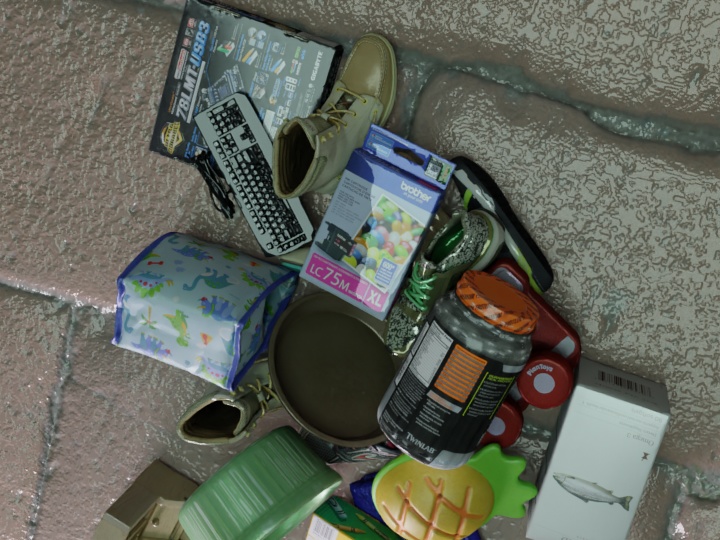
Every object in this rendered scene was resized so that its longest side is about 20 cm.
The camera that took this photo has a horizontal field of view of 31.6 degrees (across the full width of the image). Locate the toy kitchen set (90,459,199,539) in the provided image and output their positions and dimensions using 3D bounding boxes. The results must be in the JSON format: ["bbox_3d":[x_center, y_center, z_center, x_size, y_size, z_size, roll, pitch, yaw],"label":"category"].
[{"bbox_3d":[-0.243,0.389,1.638,0.199,0.180,0.164,30,107,4],"label":"toy kitchen set"}]

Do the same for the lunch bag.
[{"bbox_3d":[-0.184,0.032,1.546,0.168,0.200,0.129,20,125,9],"label":"lunch bag"}]

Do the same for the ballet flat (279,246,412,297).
[{"bbox_3d":[0.000,0.000,1.572,0.198,0.069,0.070,23,105,5],"label":"ballet flat"}]

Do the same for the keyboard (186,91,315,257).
[{"bbox_3d":[-0.142,-0.105,1.542,0.103,0.040,0.202,-26,96,16],"label":"keyboard"}]

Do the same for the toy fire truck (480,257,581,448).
[{"bbox_3d":[0.158,0.101,1.512,0.168,0.112,0.200,45,115,-3],"label":"toy fire truck"}]

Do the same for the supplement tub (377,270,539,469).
[{"bbox_3d":[0.111,0.109,1.417,0.122,0.123,0.201,30,110,5],"label":"supplement tub"}]

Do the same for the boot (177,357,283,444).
[{"bbox_3d":[-0.118,0.151,1.566,0.198,0.155,0.073,-19,97,14],"label":"boot"}]

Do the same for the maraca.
[{"bbox_3d":[0.109,0.263,1.519,0.198,0.108,0.138,-14,123,18],"label":"maraca"}]

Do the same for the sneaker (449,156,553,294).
[{"bbox_3d":[0.150,-0.039,1.520,0.082,0.072,0.201,-33,93,18],"label":"sneaker"}]

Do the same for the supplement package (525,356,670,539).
[{"bbox_3d":[0.282,0.227,1.521,0.116,0.117,0.202,17,105,6],"label":"supplement package"}]

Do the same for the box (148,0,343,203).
[{"bbox_3d":[-0.142,-0.210,1.561,0.196,0.050,0.202,20,106,8],"label":"box"}]

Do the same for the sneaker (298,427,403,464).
[{"bbox_3d":[0.010,0.202,1.599,0.198,0.075,0.082,-13,99,15],"label":"sneaker"}]

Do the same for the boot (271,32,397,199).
[{"bbox_3d":[-0.031,-0.179,1.485,0.072,0.154,0.202,25,107,22],"label":"boot"}]

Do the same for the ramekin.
[{"bbox_3d":[-0.126,0.280,1.551,0.200,0.200,0.098,-44,79,17],"label":"ramekin"}]

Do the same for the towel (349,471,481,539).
[{"bbox_3d":[0.080,0.346,1.626,0.146,0.050,0.202,-18,97,14],"label":"towel"}]

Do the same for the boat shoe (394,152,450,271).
[{"bbox_3d":[0.075,-0.047,1.539,0.071,0.065,0.202,-28,92,-4],"label":"boat shoe"}]

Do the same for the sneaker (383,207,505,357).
[{"bbox_3d":[0.078,0.006,1.454,0.077,0.088,0.201,37,96,35],"label":"sneaker"}]

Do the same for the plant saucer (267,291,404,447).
[{"bbox_3d":[-0.024,0.122,1.547,0.200,0.200,0.029,44,142,0],"label":"plant saucer"}]

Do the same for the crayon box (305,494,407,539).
[{"bbox_3d":[0.018,0.389,1.608,0.199,0.058,0.120,29,119,21],"label":"crayon box"}]

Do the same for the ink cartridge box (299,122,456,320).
[{"bbox_3d":[0.019,-0.057,1.493,0.118,0.042,0.202,27,103,10],"label":"ink cartridge box"}]
